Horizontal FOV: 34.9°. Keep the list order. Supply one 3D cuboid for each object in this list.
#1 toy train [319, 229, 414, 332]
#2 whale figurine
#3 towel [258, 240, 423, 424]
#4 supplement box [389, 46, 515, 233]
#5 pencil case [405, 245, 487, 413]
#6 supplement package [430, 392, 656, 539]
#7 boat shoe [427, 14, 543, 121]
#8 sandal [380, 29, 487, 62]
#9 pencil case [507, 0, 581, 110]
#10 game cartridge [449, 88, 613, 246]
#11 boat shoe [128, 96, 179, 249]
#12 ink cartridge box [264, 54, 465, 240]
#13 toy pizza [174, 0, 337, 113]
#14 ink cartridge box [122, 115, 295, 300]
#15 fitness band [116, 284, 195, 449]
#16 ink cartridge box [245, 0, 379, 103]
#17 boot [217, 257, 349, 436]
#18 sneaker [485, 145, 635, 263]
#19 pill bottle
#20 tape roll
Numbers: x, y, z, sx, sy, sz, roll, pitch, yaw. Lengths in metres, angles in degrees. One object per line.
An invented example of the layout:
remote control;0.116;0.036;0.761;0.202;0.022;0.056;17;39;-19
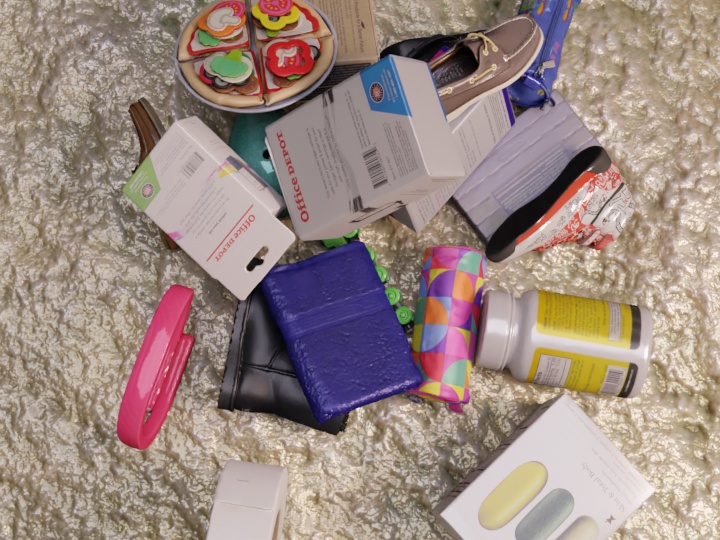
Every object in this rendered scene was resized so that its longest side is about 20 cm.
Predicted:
toy train;0.000;0.000;1.452;0.056;0.042;0.201;-32;80;3
whale figurine;-0.121;-0.165;1.451;0.158;0.104;0.202;-12;77;-2
towel;-0.025;0.073;1.374;0.147;0.050;0.201;-17;69;-20
supplement box;0.089;-0.164;1.434;0.101;0.103;0.200;34;77;30
pencil case;0.106;0.070;1.418;0.088;0.088;0.202;9;81;1
supplement package;0.208;0.271;1.340;0.200;0.151;0.152;-42;82;-8
boat shoe;0.134;-0.246;1.370;0.199;0.060;0.072;-35;55;-5
sandal;0.104;-0.281;1.506;0.199;0.043;0.077;-17;79;-4
pencil case;0.234;-0.307;1.479;0.078;0.087;0.201;29;71;-21
game cartridge;0.213;-0.126;1.481;0.199;0.038;0.130;-36;85;-7
boat shoe;-0.260;-0.124;1.457;0.068;0.072;0.201;-25;80;-6
ink cartridge box;0.002;-0.137;1.326;0.199;0.084;0.147;-24;80;35
toy pizza;-0.127;-0.272;1.377;0.198;0.032;0.201;-1;57;2
ink cartridge box;-0.171;-0.074;1.377;0.200;0.067;0.117;44;109;3
fitness band;-0.242;0.114;1.373;0.037;0.144;0.201;17;79;4
ink cartridge box;-0.065;-0.312;1.464;0.163;0.075;0.201;-5;56;-2
boot;-0.078;0.094;1.415;0.167;0.076;0.202;11;70;-5
sneaker;0.257;-0.051;1.432;0.201;0.067;0.108;-43;114;-7
pill bottle;0.245;0.085;1.397;0.198;0.114;0.115;10;79;1
tape roll;-0.132;0.319;1.303;0.070;0.203;0.204;9;79;2
